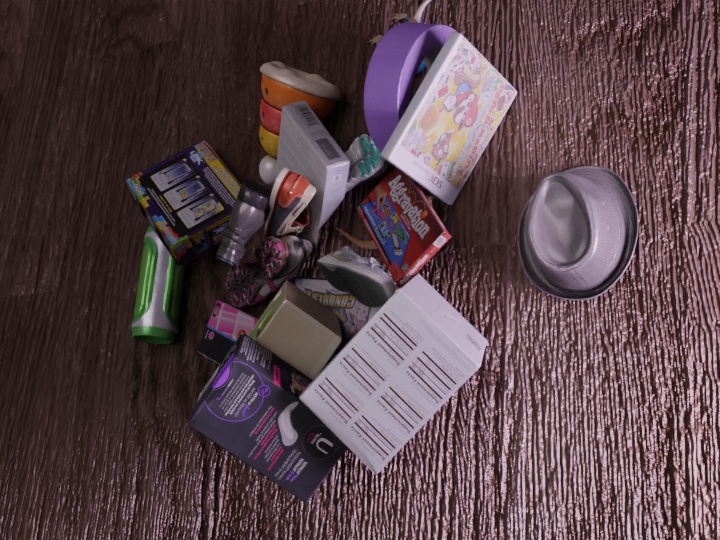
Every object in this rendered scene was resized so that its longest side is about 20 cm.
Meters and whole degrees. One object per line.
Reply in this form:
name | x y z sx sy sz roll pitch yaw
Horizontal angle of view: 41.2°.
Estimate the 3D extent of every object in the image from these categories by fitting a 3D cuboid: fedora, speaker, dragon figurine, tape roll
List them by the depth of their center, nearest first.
fedora | 0.282 -0.063 1.301 0.175 0.090 0.203 -11 68 30
tape roll | 0.089 -0.264 1.429 0.065 0.199 0.203 13 82 36
dragon figurine | 0.076 -0.359 1.557 0.058 0.100 0.201 26 71 38
speaker | -0.355 0.024 1.703 0.087 0.088 0.203 -5 72 32

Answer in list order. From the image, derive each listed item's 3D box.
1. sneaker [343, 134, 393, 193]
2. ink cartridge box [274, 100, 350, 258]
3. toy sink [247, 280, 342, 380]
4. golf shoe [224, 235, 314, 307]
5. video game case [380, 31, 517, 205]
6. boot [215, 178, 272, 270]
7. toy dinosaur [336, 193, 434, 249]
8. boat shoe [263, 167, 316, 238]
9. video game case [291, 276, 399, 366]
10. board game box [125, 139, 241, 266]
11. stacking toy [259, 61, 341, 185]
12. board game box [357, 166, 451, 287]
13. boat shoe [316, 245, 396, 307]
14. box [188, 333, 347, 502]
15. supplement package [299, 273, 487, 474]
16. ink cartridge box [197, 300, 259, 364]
sneaker | 0.001 -0.167 1.539 0.199 0.090 0.079 -13 91 54
ink cartridge box | -0.082 -0.146 1.558 0.161 0.047 0.202 54 150 34
toy sink | -0.129 0.134 1.433 0.201 0.111 0.130 -55 10 8
golf shoe | -0.151 0.007 1.583 0.199 0.091 0.074 -34 70 45
video game case | 0.133 -0.215 1.394 0.023 0.181 0.202 32 93 40
boot | -0.189 -0.074 1.552 0.069 0.200 0.133 25 98 3
toy dinosaur | 0.049 -0.048 1.487 0.199 0.060 0.108 -27 47 36
boat shoe | -0.110 -0.091 1.524 0.062 0.201 0.072 26 63 3
video game case | -0.043 0.105 1.503 0.198 0.025 0.184 4 77 35
board game box | -0.296 -0.122 1.685 0.164 0.057 0.200 -29 53 -16
stacking toy | -0.126 -0.240 1.630 0.145 0.145 0.203 31 108 37
board game box | 0.060 -0.073 1.424 0.103 0.019 0.201 -46 37 15
boat shoe | 0.000 0.001 1.431 0.065 0.075 0.201 -39 21 -14
box | -0.120 0.202 1.326 0.123 0.199 0.106 -53 9 11
supplement package | 0.052 0.134 1.303 0.147 0.191 0.200 44 102 4
ink cartridge box | -0.188 0.123 1.574 0.199 0.037 0.096 21 88 43
